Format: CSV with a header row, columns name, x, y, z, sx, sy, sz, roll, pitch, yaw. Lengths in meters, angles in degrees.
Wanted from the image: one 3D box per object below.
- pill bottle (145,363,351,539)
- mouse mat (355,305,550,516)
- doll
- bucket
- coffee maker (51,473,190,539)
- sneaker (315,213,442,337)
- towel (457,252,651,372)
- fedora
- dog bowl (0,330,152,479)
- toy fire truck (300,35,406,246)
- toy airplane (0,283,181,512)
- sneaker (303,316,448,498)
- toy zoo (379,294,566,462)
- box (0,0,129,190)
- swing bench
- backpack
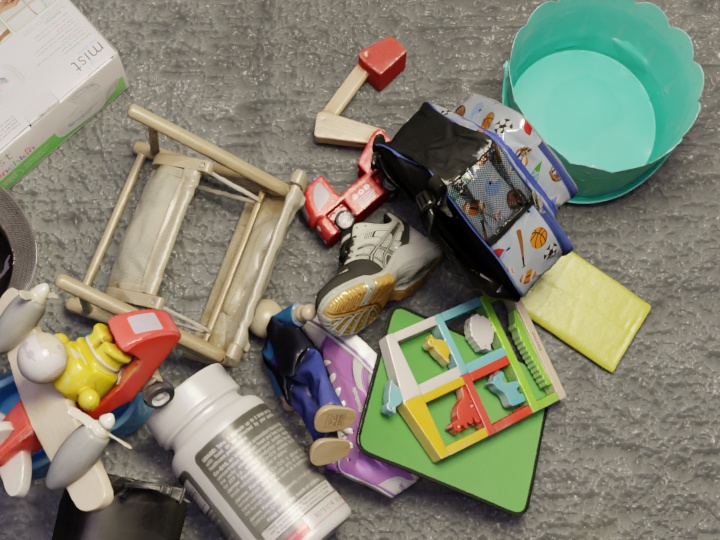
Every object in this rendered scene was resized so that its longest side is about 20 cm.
name,x,y,z,sx,sy,sz,roll,pitch,yaw
pill bottle,-0.112,0.197,1.237,0.113,0.114,0.201,-39,80,-10
mouse mat,0.098,0.140,1.269,0.198,0.008,0.163,25,63,-16
doll,-0.062,0.094,1.253,0.048,0.138,0.201,-7,37,-24
bucket,0.244,-0.177,1.329,0.203,0.135,0.211,0,75,-1
coffee maker,-0.241,0.293,1.168,0.132,0.192,0.203,12,77,-8
sneaker,0.000,0.000,1.276,0.088,0.199,0.076,42,123,14
towel,0.204,0.018,1.343,0.199,0.018,0.087,34,82,5
fedora,-0.409,0.008,1.284,0.200,0.090,0.177,-44,80,-4
dog bowl,-0.300,0.134,1.263,0.198,0.050,0.113,-26,87,-1
toy fire truck,-0.001,-0.138,1.356,0.199,0.049,0.141,-39,80,-9
toy airplane,-0.280,0.108,1.147,0.197,0.142,0.202,8,61,19
sneaker,-0.012,0.139,1.277,0.114,0.073,0.201,-41,81,-8
toy zoo,0.103,0.105,1.268,0.198,0.020,0.133,-21,82,-29
box,-0.377,-0.210,1.336,0.200,0.097,0.177,-43,82,-11
swing bench,-0.177,-0.026,1.285,0.197,0.130,0.202,22,76,-2
backpack,0.124,-0.072,1.256,0.153,0.200,0.192,-34,116,-1
